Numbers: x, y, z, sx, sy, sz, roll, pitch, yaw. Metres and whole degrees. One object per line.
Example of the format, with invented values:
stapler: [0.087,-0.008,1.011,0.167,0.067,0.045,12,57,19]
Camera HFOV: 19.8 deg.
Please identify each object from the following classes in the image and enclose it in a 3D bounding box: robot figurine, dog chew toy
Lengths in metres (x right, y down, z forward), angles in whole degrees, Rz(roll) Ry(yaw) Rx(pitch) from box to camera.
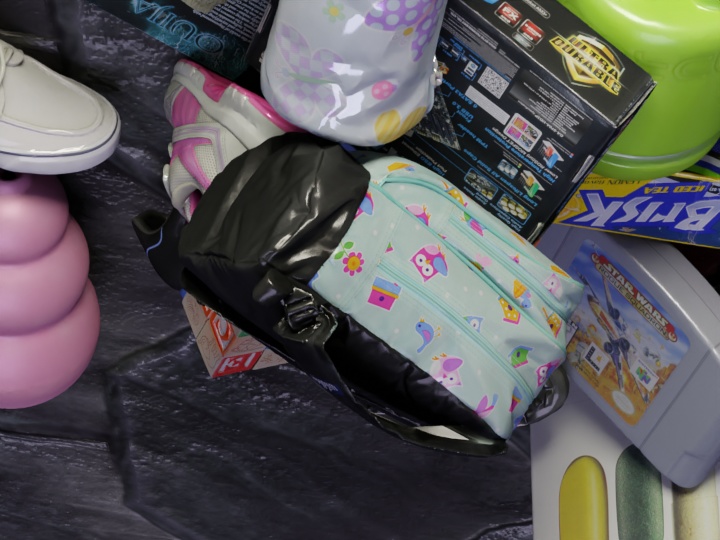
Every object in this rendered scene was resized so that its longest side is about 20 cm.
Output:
robot figurine: [0.157,-0.128,1.128,0.175,0.116,0.200,6,145,-2]
dog chew toy: [-0.239,0.002,1.409,0.124,0.125,0.200,9,137,0]

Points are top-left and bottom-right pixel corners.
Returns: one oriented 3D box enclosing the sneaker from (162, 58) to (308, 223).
sneaker: [-0.083,-0.066,1.224,0.081,0.088,0.200,26,-176,-18]

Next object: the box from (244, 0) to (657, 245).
box: [0.043,-0.109,1.118,0.200,0.046,0.159,39,147,5]

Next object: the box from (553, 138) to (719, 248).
box: [0.150,-0.068,1.259,0.200,0.064,0.070,9,144,1]

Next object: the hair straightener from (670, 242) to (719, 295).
hair straightener: [0.250,0.002,1.364,0.200,0.041,0.077,-4,148,11]

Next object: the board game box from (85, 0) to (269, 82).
board game box: [-0.119,-0.193,1.180,0.200,0.028,0.135,27,141,-24]

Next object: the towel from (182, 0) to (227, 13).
towel: [-0.092,-0.231,1.081,0.148,0.037,0.200,20,130,-19]

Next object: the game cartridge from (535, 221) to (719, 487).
game cartridge: [0.170,0.032,1.315,0.200,0.042,0.133,47,149,18]

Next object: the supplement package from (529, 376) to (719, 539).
supplement package: [0.218,0.167,1.429,0.152,0.200,0.151,-15,151,31]

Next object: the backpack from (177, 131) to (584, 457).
backpack: [0.019,0.013,1.095,0.200,0.127,0.167,35,177,-22]

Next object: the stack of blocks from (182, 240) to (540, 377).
stack of blocks: [0.000,0.000,1.313,0.200,0.059,0.115,-11,155,-27]

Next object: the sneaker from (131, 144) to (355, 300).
sneaker: [-0.069,-0.055,1.328,0.200,0.070,0.078,-40,89,29]

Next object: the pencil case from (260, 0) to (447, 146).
pencil case: [0.012,-0.153,0.998,0.091,0.083,0.200,18,133,2]

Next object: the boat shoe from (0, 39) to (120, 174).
boat shoe: [-0.244,-0.121,1.281,0.200,0.072,0.066,21,149,-2]

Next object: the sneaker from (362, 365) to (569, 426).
sneaker: [0.078,0.063,1.424,0.200,0.090,0.067,0,108,48]
